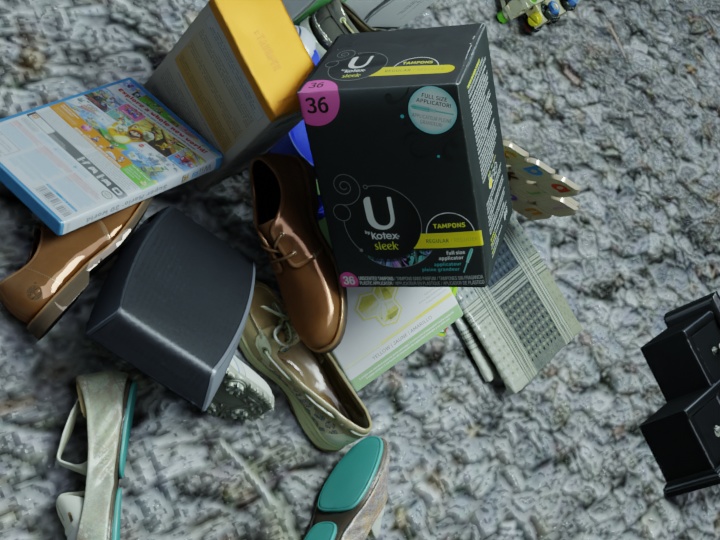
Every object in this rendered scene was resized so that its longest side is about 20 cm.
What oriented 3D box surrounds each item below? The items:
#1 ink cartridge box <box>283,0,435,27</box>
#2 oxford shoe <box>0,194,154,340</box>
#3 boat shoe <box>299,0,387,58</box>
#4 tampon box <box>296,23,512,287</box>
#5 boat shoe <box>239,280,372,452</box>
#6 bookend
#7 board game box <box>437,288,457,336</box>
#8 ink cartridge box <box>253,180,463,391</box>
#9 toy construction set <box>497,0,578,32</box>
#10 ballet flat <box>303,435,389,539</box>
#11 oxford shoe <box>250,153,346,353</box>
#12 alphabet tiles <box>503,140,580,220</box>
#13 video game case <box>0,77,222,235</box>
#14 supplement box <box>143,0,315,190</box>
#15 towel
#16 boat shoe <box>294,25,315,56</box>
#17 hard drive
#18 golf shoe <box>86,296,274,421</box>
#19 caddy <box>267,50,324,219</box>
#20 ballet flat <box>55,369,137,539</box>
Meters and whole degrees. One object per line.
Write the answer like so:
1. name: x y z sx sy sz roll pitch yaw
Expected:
1. ink cartridge box: -0.016 -0.378 1.386 0.198 0.084 0.148 -9 76 -42
2. oxford shoe: -0.253 -0.031 1.035 0.071 0.071 0.201 41 48 -6
3. boat shoe: 0.016 -0.255 1.352 0.200 0.060 0.073 25 39 -44
4. tampon box: 0.047 -0.103 1.040 0.127 0.147 0.203 -63 146 -52
5. boat shoe: -0.059 0.088 1.146 0.201 0.062 0.073 53 47 -7
6. bookend: 0.446 0.162 1.521 0.197 0.092 0.202 -23 85 -44
7. board game box: 0.070 -0.037 1.255 0.100 0.047 0.204 12 97 -36
8. ink cartridge box: 0.000 0.000 1.175 0.144 0.048 0.202 -33 111 -10
9. toy construction set: 0.251 -0.419 1.636 0.199 0.092 0.132 -33 92 -33
10. ballet flat: -0.016 0.256 1.114 0.068 0.067 0.201 58 48 -30
11. oxford shoe: -0.069 -0.017 1.095 0.071 0.071 0.203 5 64 -57
12. alphabet tiles: 0.159 -0.113 1.337 0.198 0.195 0.015 29 75 -24
13. video game case: -0.246 -0.113 1.068 0.143 0.018 0.199 39 43 20
14. supplement box: -0.125 -0.178 1.116 0.073 0.199 0.127 -28 90 -34
15. towel: 0.176 0.035 1.400 0.192 0.034 0.202 -32 90 -47
16. boat shoe: -0.107 -0.230 1.183 0.062 0.199 0.073 31 88 -26
17. hard drive: -0.160 0.024 1.022 0.134 0.042 0.201 35 29 -14
18. golf shoe: -0.156 0.064 1.071 0.199 0.078 0.098 36 45 -24
19. caddy: -0.035 -0.154 1.253 0.139 0.105 0.203 0 63 -19
20. ballet flat: -0.230 0.182 0.971 0.061 0.068 0.203 5 60 -8
